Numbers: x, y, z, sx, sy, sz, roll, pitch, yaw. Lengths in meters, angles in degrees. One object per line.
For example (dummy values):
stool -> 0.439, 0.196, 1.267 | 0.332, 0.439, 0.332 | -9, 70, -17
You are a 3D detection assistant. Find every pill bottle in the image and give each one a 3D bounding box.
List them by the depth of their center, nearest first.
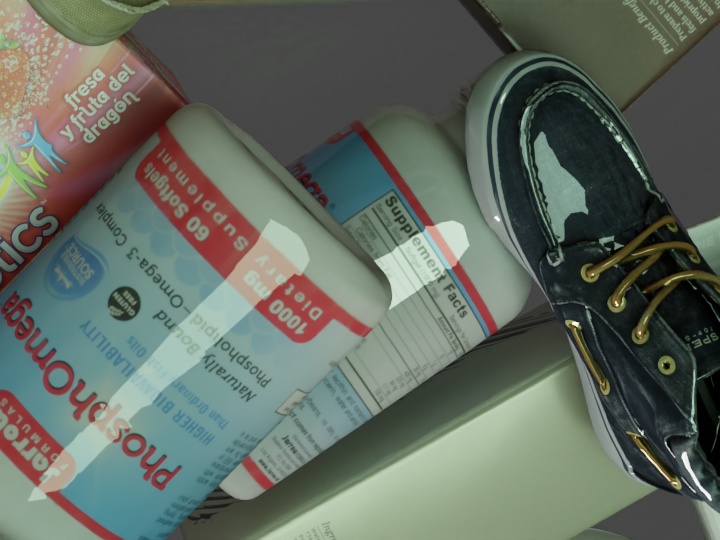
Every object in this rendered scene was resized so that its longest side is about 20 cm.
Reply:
pill bottle -> -0.092, 0.043, 0.836 | 0.200, 0.109, 0.109 | -46, 110, 4
pill bottle -> 0.000, 0.000, 0.951 | 0.200, 0.109, 0.109 | -35, 111, -2

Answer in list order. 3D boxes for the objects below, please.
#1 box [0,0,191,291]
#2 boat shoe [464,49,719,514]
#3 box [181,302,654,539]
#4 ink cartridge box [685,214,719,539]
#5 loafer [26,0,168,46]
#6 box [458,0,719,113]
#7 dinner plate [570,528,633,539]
box -> -0.170, -0.032, 0.907 | 0.200, 0.103, 0.095 | -44, 109, 4
boat shoe -> 0.113, 0.005, 0.883 | 0.071, 0.091, 0.200 | -32, 110, -16
box -> 0.025, 0.101, 1.000 | 0.200, 0.068, 0.082 | -28, 110, -4
ink cartridge box -> 0.225, 0.031, 0.975 | 0.200, 0.044, 0.174 | -21, 106, 2
loafer -> -0.069, -0.173, 0.855 | 0.076, 0.068, 0.200 | 37, 59, -23
box -> 0.133, -0.163, 0.953 | 0.200, 0.075, 0.100 | -42, 111, 0
dinner plate -> 0.118, 0.211, 1.019 | 0.200, 0.024, 0.200 | 13, 61, -26
